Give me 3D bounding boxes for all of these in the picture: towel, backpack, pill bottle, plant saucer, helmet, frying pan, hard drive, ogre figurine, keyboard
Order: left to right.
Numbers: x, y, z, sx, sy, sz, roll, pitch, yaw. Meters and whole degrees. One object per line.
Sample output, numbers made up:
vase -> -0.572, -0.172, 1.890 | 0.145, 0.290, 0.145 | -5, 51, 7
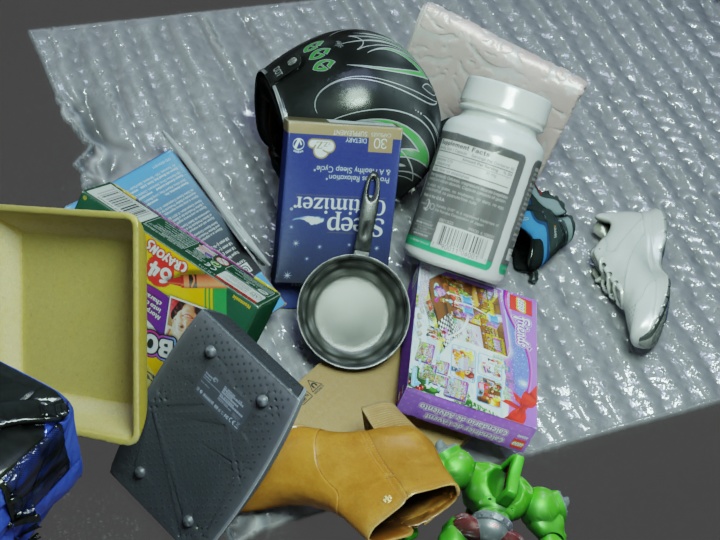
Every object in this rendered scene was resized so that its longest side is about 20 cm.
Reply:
backpack -> -0.340, 0.187, 1.143 | 0.162, 0.168, 0.200 | 19, 43, 24
plant saucer -> -0.259, 0.043, 1.254 | 0.199, 0.201, 0.048 | 5, 7, 32
hard drive -> -0.132, 0.144, 1.237 | 0.135, 0.200, 0.042 | 41, 27, 18
keyboard -> -0.154, -0.078, 1.475 | 0.011, 0.056, 0.200 | -37, 53, -3
frying pan -> -0.016, 0.005, 1.407 | 0.114, 0.031, 0.191 | -13, 85, -9
helmet -> -0.006, -0.163, 1.524 | 0.190, 0.200, 0.201 | -14, 56, -13
towel -> 0.134, -0.187, 1.582 | 0.199, 0.191, 0.032 | 27, 47, 5
pill bottle -> 0.127, -0.095, 1.479 | 0.113, 0.113, 0.201 | 19, 92, -1
ogre figurine -> 0.120, 0.237, 1.296 | 0.199, 0.098, 0.120 | 16, 60, 11

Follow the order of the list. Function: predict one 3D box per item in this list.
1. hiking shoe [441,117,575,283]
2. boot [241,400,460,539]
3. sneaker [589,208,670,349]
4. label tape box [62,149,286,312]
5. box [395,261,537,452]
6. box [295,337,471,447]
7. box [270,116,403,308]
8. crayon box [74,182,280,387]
hiking shoe -> 0.152, -0.086, 1.558 | 0.200, 0.074, 0.087 | 45, 58, -2
boot -> -0.023, 0.196, 1.249 | 0.200, 0.071, 0.144 | -23, 35, -10
sneaker -> 0.299, 0.010, 1.562 | 0.087, 0.075, 0.201 | 4, 43, 2
label tape box -> -0.193, -0.002, 1.407 | 0.144, 0.063, 0.200 | -34, 85, -35
box -> 0.111, 0.084, 1.424 | 0.136, 0.039, 0.200 | 19, 38, -7
box -> 0.020, 0.143, 1.388 | 0.163, 0.021, 0.200 | 38, 51, 15
box -> -0.026, -0.053, 1.433 | 0.121, 0.201, 0.032 | 2, 15, -15
crayon box -> -0.199, 0.045, 1.303 | 0.200, 0.173, 0.058 | 32, 21, 11
